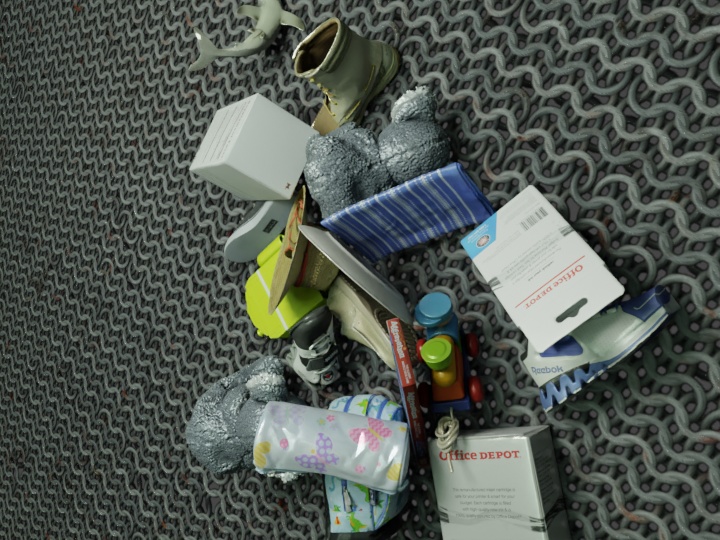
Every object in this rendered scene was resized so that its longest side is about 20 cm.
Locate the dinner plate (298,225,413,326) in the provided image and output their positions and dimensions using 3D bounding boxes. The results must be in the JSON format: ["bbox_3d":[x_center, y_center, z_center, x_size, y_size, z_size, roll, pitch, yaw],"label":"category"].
[{"bbox_3d":[0.000,0.000,0.831,0.024,0.200,0.200,-49,61,4],"label":"dinner plate"}]

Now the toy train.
[{"bbox_3d":[0.105,0.133,0.794,0.084,0.116,0.201,-9,46,14],"label":"toy train"}]

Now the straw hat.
[{"bbox_3d":[-0.073,-0.021,0.960,0.201,0.085,0.202,-165,90,-76],"label":"straw hat"}]

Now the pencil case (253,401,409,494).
[{"bbox_3d":[-0.035,0.223,0.801,0.199,0.091,0.083,7,138,4],"label":"pencil case"}]

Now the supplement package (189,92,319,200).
[{"bbox_3d":[-0.173,-0.188,1.004,0.200,0.117,0.118,11,74,60],"label":"supplement package"}]

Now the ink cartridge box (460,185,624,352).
[{"bbox_3d":[0.215,0.006,0.739,0.116,0.068,0.200,-40,42,14],"label":"ink cartridge box"}]

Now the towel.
[{"bbox_3d":[0.068,-0.070,0.842,0.199,0.145,0.024,-21,61,22],"label":"towel"}]

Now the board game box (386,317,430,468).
[{"bbox_3d":[0.064,0.165,0.832,0.019,0.201,0.103,-14,45,-1],"label":"board game box"}]

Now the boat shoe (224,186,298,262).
[{"bbox_3d":[-0.171,-0.090,1.094,0.200,0.070,0.066,-44,39,37],"label":"boat shoe"}]

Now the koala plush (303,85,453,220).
[{"bbox_3d":[0.037,-0.147,0.885,0.199,0.184,0.178,-17,90,15],"label":"koala plush"}]

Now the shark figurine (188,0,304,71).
[{"bbox_3d":[-0.185,-0.392,1.087,0.128,0.215,0.090,36,154,2],"label":"shark figurine"}]

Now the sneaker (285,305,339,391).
[{"bbox_3d":[-0.061,0.124,0.965,0.089,0.074,0.200,52,157,19],"label":"sneaker"}]

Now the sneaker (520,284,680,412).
[{"bbox_3d":[0.261,0.070,0.754,0.199,0.080,0.115,-47,65,28],"label":"sneaker"}]

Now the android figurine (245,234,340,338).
[{"bbox_3d":[-0.120,0.034,1.064,0.200,0.041,0.182,-43,66,25],"label":"android figurine"}]

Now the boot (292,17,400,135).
[{"bbox_3d":[-0.048,-0.271,0.946,0.200,0.154,0.072,-48,63,26],"label":"boot"}]

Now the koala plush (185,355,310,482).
[{"bbox_3d":[-0.146,0.230,0.945,0.200,0.183,0.178,-15,91,54],"label":"koala plush"}]

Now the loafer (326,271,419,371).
[{"bbox_3d":[0.015,0.084,0.947,0.200,0.075,0.068,50,118,37],"label":"loafer"}]

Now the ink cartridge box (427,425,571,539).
[{"bbox_3d":[0.180,0.306,0.807,0.146,0.084,0.201,-14,80,36],"label":"ink cartridge box"}]

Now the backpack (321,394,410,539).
[{"bbox_3d":[0.006,0.278,0.903,0.153,0.163,0.201,-22,74,17],"label":"backpack"}]
